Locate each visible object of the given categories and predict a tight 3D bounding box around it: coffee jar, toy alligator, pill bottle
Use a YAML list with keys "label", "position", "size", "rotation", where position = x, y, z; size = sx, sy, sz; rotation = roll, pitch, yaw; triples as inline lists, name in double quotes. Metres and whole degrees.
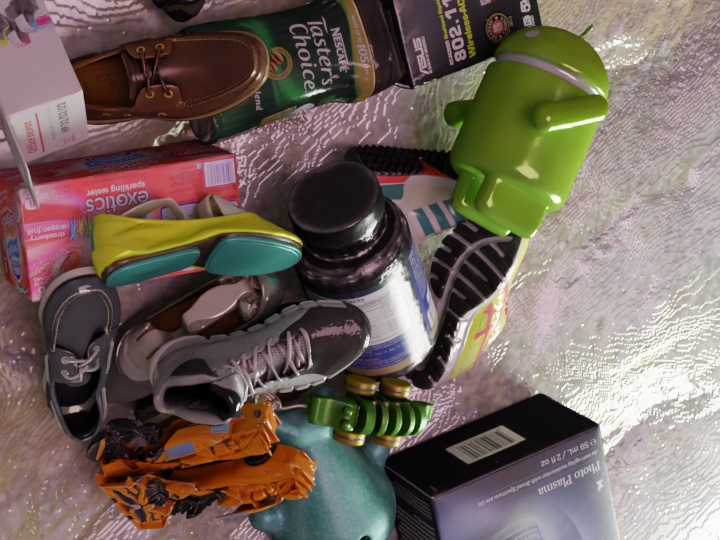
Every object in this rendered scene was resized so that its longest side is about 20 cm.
- label: "coffee jar"
  position: [-0.063, -0.187, 1.661]
  size: [0.198, 0.085, 0.105]
  rotation: [-19, 90, -22]
- label: "toy alligator"
  position: [-0.005, 0.129, 1.670]
  size: [0.198, 0.054, 0.060]
  rotation: [6, 100, -35]
- label: "pill bottle"
  position: [0.000, 0.000, 1.688]
  size: [0.111, 0.112, 0.201]
  rotation: [-36, 138, -15]

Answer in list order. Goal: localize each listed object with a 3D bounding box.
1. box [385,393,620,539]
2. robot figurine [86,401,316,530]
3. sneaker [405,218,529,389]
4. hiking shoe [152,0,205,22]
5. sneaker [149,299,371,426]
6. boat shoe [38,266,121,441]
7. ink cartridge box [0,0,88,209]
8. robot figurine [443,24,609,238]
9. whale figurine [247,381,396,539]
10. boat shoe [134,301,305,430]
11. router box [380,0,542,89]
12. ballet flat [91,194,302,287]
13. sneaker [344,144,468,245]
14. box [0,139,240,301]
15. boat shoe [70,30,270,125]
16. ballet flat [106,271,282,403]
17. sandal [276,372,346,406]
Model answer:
- label: "box"
  position: [0.148, 0.260, 1.852]
  size: [0.198, 0.123, 0.200]
  rotation: [-21, 111, -20]
- label: "robot figurine"
  position: [-0.149, 0.178, 1.659]
  size: [0.198, 0.059, 0.145]
  rotation: [-16, 134, 22]
- label: "sneaker"
  position: [0.112, 0.023, 1.792]
  size: [0.090, 0.078, 0.201]
  rotation: [-3, 131, -49]
- label: "hiking shoe"
  position: [-0.174, -0.261, 1.600]
  size: [0.198, 0.076, 0.102]
  rotation: [-16, 105, -23]
- label: "sneaker"
  position: [-0.084, 0.089, 1.571]
  size: [0.198, 0.116, 0.076]
  rotation: [-16, 108, 3]
- label: "boat shoe"
  position: [-0.237, 0.074, 1.591]
  size: [0.072, 0.062, 0.201]
  rotation: [-9, 145, -20]
- label: "ink cartridge box"
  position: [-0.273, -0.164, 1.498]
  size: [0.067, 0.115, 0.202]
  rotation: [-22, 79, -10]
- label: "robot figurine"
  position: [0.156, -0.133, 1.698]
  size: [0.115, 0.175, 0.202]
  rotation: [28, 82, -25]
- label: "whale figurine"
  position: [-0.030, 0.202, 1.738]
  size: [0.158, 0.104, 0.201]
  rotation: [-28, 131, -20]
- label: "boat shoe"
  position: [-0.110, 0.099, 1.684]
  size: [0.199, 0.076, 0.074]
  rotation: [-29, 112, 18]
- label: "router box"
  position: [0.077, -0.288, 1.726]
  size: [0.149, 0.062, 0.202]
  rotation: [-23, 111, -20]
- label: "ballet flat"
  position: [-0.139, -0.031, 1.567]
  size: [0.198, 0.067, 0.068]
  rotation: [-6, 64, -35]
- label: "sneaker"
  position: [0.061, -0.061, 1.777]
  size: [0.198, 0.070, 0.094]
  rotation: [4, 119, -30]
- label: "box"
  position: [-0.210, -0.046, 1.619]
  size: [0.198, 0.094, 0.104]
  rotation: [-12, 106, -23]
- label: "boat shoe"
  position: [-0.174, -0.160, 1.566]
  size: [0.198, 0.067, 0.073]
  rotation: [-8, 90, 17]
- label: "ballet flat"
  position: [-0.162, 0.052, 1.649]
  size: [0.199, 0.064, 0.068]
  rotation: [-30, 79, 7]
- label: "sandal"
  position: [-0.073, 0.091, 1.739]
  size: [0.201, 0.057, 0.080]
  rotation: [40, 83, -28]
